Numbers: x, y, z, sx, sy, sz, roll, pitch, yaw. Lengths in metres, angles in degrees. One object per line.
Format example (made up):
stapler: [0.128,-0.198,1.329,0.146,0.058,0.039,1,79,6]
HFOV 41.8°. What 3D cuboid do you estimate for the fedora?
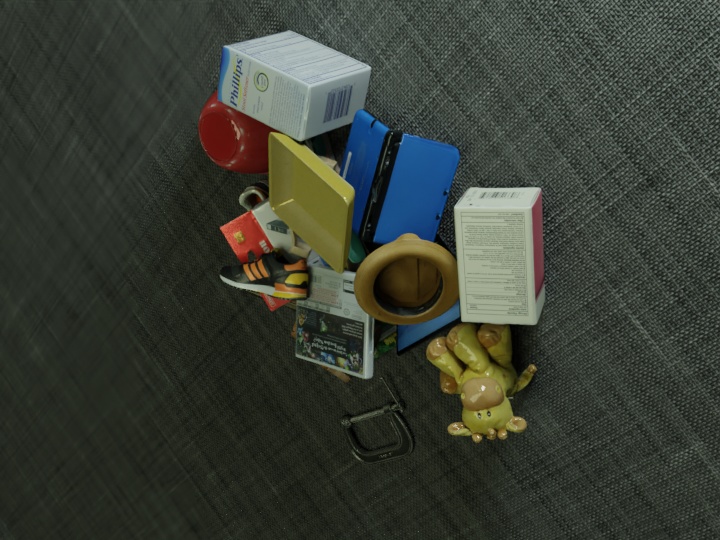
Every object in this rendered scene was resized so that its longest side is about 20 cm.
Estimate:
fedora: [0.079,0.004,1.599,0.198,0.082,0.202,-1,135,-1]

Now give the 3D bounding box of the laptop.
laptop: [0.084,0.020,1.692,0.177,0.103,0.201,-33,97,41]

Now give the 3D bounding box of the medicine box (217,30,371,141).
medicine box: [-0.115,-0.326,1.640,0.199,0.182,0.104,28,124,25]

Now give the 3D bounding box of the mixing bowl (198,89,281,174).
mixing bowl: [-0.238,-0.269,1.813,0.198,0.108,0.202,16,120,31]

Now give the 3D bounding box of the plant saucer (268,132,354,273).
plant saucer: [-0.076,-0.122,1.610,0.200,0.048,0.201,43,151,24]

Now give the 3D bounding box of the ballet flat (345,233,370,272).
ballet flat: [0.000,0.000,1.736,0.063,0.068,0.202,115,136,-63]

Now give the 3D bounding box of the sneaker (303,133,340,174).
sneaker: [-0.078,-0.178,1.745,0.071,0.080,0.202,-22,96,38]

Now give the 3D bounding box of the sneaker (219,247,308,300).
sneaker: [-0.178,-0.002,1.782,0.198,0.070,0.091,13,94,32]

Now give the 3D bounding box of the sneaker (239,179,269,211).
sneaker: [-0.156,-0.094,1.848,0.199,0.079,0.079,39,127,16]

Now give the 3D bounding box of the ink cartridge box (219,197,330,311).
ink cartridge box: [-0.150,-0.036,1.805,0.175,0.045,0.201,-29,104,11]

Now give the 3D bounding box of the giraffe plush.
giraffe plush: [0.206,0.207,1.604,0.172,0.163,0.200,-31,115,29]

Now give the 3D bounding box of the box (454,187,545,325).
box: [0.230,-0.025,1.539,0.126,0.109,0.202,2,112,20]

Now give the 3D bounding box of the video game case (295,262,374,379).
video game case: [-0.048,0.088,1.726,0.199,0.023,0.184,11,103,45]

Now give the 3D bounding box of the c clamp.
c clamp: [0.029,0.315,1.926,0.199,0.027,0.172,-31,94,40]

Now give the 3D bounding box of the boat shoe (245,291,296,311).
boat shoe: [-0.139,0.042,1.896,0.198,0.072,0.069,21,81,9]

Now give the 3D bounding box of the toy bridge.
toy bridge: [-0.101,-0.117,1.724,0.067,0.027,0.202,20,118,3]

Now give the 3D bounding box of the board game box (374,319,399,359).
board game box: [0.009,0.124,1.841,0.200,0.023,0.105,-36,84,48]

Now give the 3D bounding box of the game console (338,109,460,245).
game console: [0.055,-0.152,1.616,0.171,0.117,0.202,43,126,45]

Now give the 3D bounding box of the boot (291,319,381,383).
boot: [-0.050,0.123,1.816,0.155,0.077,0.200,39,149,4]
